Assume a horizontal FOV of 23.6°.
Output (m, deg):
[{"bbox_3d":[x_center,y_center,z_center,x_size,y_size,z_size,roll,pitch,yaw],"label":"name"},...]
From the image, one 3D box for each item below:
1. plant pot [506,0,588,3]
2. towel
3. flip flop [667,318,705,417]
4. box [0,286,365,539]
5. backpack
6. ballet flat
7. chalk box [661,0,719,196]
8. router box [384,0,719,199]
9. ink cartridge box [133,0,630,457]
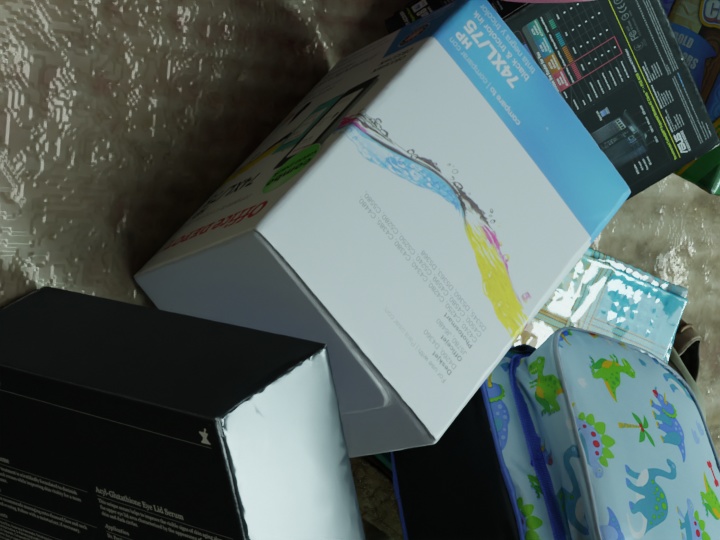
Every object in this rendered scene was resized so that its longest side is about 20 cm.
[{"bbox_3d":[0.052,-0.240,0.903,0.199,0.178,0.203,-9,102,-49],"label":"plant pot"},{"bbox_3d":[0.118,0.052,1.102,0.199,0.022,0.148,21,83,-30],"label":"towel"},{"bbox_3d":[0.219,0.068,1.223,0.057,0.200,0.082,1,113,-7],"label":"flip flop"},{"bbox_3d":[-0.098,0.096,0.814,0.079,0.199,0.143,-34,122,-40],"label":"box"},{"bbox_3d":[0.126,0.133,0.983,0.199,0.146,0.185,15,53,-48],"label":"backpack"},{"bbox_3d":[0.036,0.155,1.048,0.200,0.065,0.071,44,25,-10],"label":"ballet flat"},{"bbox_3d":[0.270,-0.161,1.224,0.124,0.124,0.202,6,110,-49],"label":"chalk box"},{"bbox_3d":[0.123,-0.116,1.073,0.149,0.062,0.200,-31,137,5],"label":"router box"},{"bbox_3d":[0.012,-0.019,0.933,0.146,0.146,0.200,50,58,-15],"label":"ink cartridge box"}]
